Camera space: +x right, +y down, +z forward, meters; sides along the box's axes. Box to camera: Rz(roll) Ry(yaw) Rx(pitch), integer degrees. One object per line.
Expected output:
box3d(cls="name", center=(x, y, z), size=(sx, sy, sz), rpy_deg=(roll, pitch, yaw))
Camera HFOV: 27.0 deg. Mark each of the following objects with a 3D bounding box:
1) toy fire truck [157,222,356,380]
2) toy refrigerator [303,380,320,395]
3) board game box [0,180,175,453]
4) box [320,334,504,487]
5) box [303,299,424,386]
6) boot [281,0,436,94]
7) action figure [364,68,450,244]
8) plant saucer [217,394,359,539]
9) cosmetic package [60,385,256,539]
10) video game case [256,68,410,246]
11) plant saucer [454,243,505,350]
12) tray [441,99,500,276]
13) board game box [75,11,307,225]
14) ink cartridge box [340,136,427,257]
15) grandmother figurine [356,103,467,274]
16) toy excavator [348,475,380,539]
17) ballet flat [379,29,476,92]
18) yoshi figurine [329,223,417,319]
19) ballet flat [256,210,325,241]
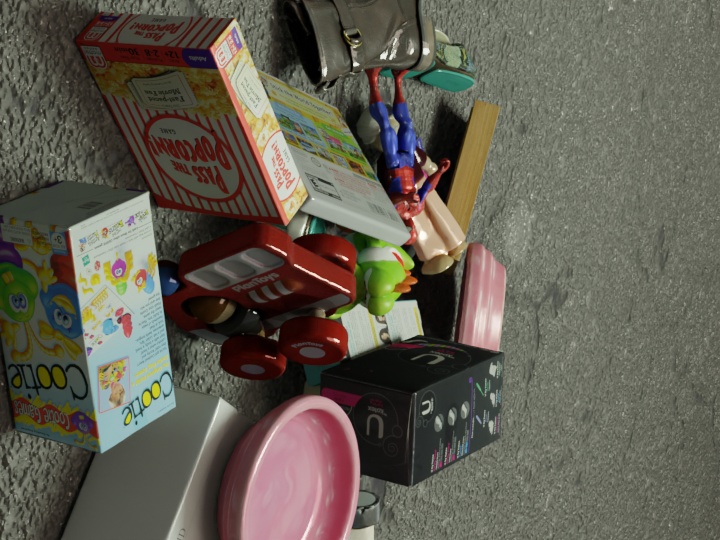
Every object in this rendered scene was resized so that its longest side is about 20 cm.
box3d(cls="toy fire truck", center=(-0.106, 0.018, 1.412), size=(0.168, 0.200, 0.113), rpy_deg=(30, 55, -40))
box3d(cls="toy refrigerator", center=(0.017, 0.161, 1.749), size=(0.200, 0.076, 0.070), rpy_deg=(-2, 99, -59))
box3d(cls="board game box", center=(-0.239, 0.037, 1.281), size=(0.105, 0.103, 0.201), rpy_deg=(-31, 123, -52))
box3d(cls="box", center=(0.058, 0.147, 1.624), size=(0.200, 0.122, 0.107), rpy_deg=(-17, 113, -56))
box3d(cls="box", center=(0.005, 0.081, 1.710), size=(0.200, 0.049, 0.083), rpy_deg=(-1, 75, -58))
box3d(cls="boot", center=(-0.010, -0.289, 1.592), size=(0.174, 0.069, 0.201), rpy_deg=(-9, 79, -39))
box3d(cls="action figure", center=(0.055, -0.130, 1.630), size=(0.065, 0.099, 0.201), rpy_deg=(-3, 87, -32))
box3d(cls="plant saucer", center=(-0.072, 0.215, 1.414), size=(0.200, 0.051, 0.201), rpy_deg=(-18, 111, -57))
box3d(cls="cosmetic package", center=(-0.164, 0.236, 1.435), size=(0.200, 0.123, 0.200), rpy_deg=(43, 61, -52))
box3d(cls="video game case", center=(-0.042, -0.117, 1.525), size=(0.200, 0.023, 0.182), rpy_deg=(17, 39, -58))
box3d(cls="plant saucer", center=(0.146, 0.068, 1.860), size=(0.201, 0.051, 0.201), rpy_deg=(7, 90, -89))
box3d(cls="tray", center=(0.127, -0.101, 1.860), size=(0.099, 0.037, 0.201), rpy_deg=(99, 7, -79))
box3d(cls="board game box", center=(-0.147, -0.135, 1.339), size=(0.046, 0.151, 0.200), rpy_deg=(-57, 140, -34))
box3d(cls="ink cartridge box", center=(0.046, -0.064, 1.782), size=(0.200, 0.037, 0.095), rpy_deg=(-55, 140, -39))
box3d(cls="grandmother figurine", center=(0.056, -0.101, 1.714), size=(0.200, 0.060, 0.121), rpy_deg=(62, 30, -16))
box3d(cls="toy excavator", center=(-0.075, 0.298, 1.617), size=(0.199, 0.195, 0.100), rpy_deg=(-4, 111, -13))
box3d(cls="ballet flat", center=(0.067, -0.255, 1.751), size=(0.200, 0.074, 0.075), rpy_deg=(8, 91, -60))
box3d(cls="yoshi figurine", center=(-0.014, -0.006, 1.588), size=(0.113, 0.112, 0.200), rpy_deg=(53, 6, -18))
box3d(cls="ballet flat", center=(-0.074, -0.039, 1.549), size=(0.200, 0.069, 0.070), rpy_deg=(65, 37, -85))
